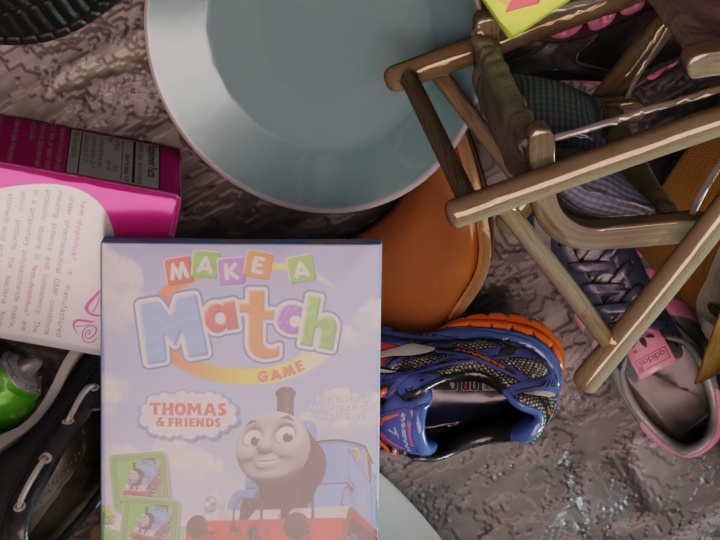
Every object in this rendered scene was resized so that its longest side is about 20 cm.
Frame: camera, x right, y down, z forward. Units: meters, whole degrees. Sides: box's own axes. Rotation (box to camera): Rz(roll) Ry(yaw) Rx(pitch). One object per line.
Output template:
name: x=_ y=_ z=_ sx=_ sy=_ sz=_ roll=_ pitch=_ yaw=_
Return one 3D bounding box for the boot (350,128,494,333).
boot: x=0.000 y=0.000 z=1.524 sx=0.154 sy=0.074 sz=0.200 roll=-4 pitch=107 yaw=2

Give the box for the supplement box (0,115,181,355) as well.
supplement box: x=-0.205 y=-0.026 z=1.483 sx=0.200 sy=0.103 sz=0.101 roll=11 pitch=107 yaw=-6

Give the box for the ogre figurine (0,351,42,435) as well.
ogre figurine: x=-0.242 y=0.101 z=1.525 sx=0.120 sy=0.098 sz=0.200 roll=-4 pitch=118 yaw=-13

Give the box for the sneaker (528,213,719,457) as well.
sneaker: x=0.156 y=0.020 z=1.533 sx=0.070 sy=0.082 sz=0.200 roll=-31 pitch=108 yaw=8

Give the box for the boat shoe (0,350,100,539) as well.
boat shoe: x=-0.151 y=0.096 z=1.485 sx=0.060 sy=0.200 sz=0.076 roll=10 pitch=132 yaw=30

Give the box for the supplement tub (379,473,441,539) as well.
supplement tub: x=-0.048 y=0.214 z=1.555 sx=0.200 sy=0.145 sz=0.145 roll=-42 pitch=107 yaw=11

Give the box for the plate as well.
plate: x=-0.024 y=-0.130 z=1.474 sx=0.200 sy=0.026 sz=0.200 roll=7 pitch=111 yaw=18

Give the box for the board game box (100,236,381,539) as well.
board game box: x=-0.064 y=0.083 z=1.434 sx=0.151 sy=0.037 sz=0.200 roll=0 pitch=95 yaw=-1

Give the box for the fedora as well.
fedora: x=0.207 y=-0.034 z=1.480 sx=0.082 sy=0.201 sz=0.201 roll=30 pitch=106 yaw=13

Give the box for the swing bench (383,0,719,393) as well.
swing bench: x=0.139 y=-0.079 z=1.352 sx=0.200 sy=0.199 sz=0.130 roll=-36 pitch=116 yaw=7

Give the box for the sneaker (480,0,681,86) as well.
sneaker: x=0.163 y=-0.141 z=1.494 sx=0.200 sy=0.079 sz=0.095 roll=-6 pitch=137 yaw=-6

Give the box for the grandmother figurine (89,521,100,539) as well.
grandmother figurine: x=-0.124 y=0.164 z=1.512 sx=0.061 sy=0.121 sz=0.200 roll=28 pitch=73 yaw=-14

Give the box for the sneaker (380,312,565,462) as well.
sneaker: x=0.016 y=0.070 z=1.479 sx=0.200 sy=0.078 sz=0.075 roll=-9 pitch=118 yaw=3

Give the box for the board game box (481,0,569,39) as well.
board game box: x=0.058 y=-0.197 z=1.388 sx=0.048 sy=0.200 sz=0.102 roll=-33 pitch=108 yaw=8

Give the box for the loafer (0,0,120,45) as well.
loafer: x=-0.149 y=-0.186 z=1.456 sx=0.200 sy=0.071 sz=0.073 roll=-20 pitch=144 yaw=14
